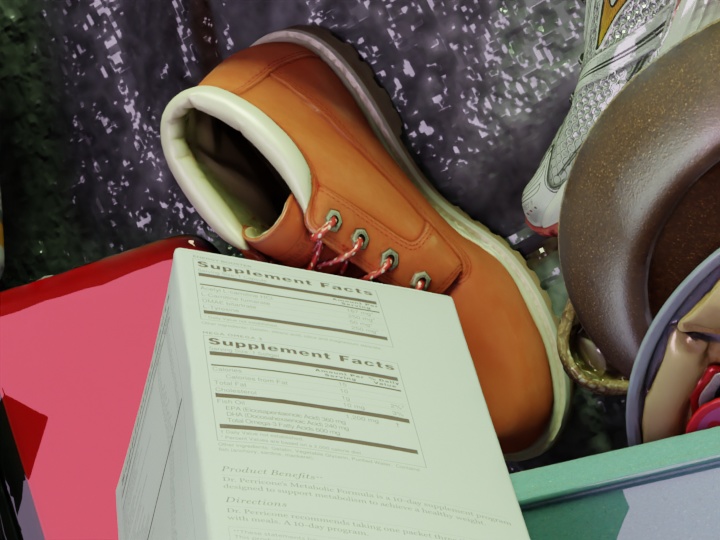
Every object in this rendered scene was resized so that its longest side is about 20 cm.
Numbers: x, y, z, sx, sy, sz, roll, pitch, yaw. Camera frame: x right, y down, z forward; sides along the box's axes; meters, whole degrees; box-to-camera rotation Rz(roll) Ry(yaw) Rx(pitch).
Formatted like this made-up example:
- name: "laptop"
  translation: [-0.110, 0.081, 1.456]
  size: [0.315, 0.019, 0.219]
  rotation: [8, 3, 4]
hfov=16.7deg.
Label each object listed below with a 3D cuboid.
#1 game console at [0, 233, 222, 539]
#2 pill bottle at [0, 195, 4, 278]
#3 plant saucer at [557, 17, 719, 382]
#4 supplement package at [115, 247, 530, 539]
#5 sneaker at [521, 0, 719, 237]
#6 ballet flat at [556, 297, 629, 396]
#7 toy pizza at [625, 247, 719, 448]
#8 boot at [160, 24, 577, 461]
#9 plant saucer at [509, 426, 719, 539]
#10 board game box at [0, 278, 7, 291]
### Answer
- name: "game console"
  translation: [-0.105, 0.101, 1.019]
  size: [0.172, 0.118, 0.201]
  rotation: [164, 90, -72]
- name: "pill bottle"
  translation: [-0.210, -0.086, 1.003]
  size: [0.116, 0.116, 0.201]
  rotation: [-12, 78, 29]
- name: "plant saucer"
  translation: [0.168, -0.006, 0.835]
  size: [0.199, 0.032, 0.201]
  rotation: [0, 129, 0]
- name: "supplement package"
  translation: [-0.018, 0.092, 0.834]
  size: [0.109, 0.200, 0.114]
  rotation: [10, 116, -13]
- name: "sneaker"
  translation: [0.112, -0.100, 0.885]
  size: [0.082, 0.078, 0.201]
  rotation: [36, 109, 22]
- name: "ballet flat"
  translation: [0.147, -0.014, 0.886]
  size: [0.071, 0.065, 0.200]
  rotation: [50, 119, 10]
- name: "toy pizza"
  translation: [0.191, 0.052, 0.841]
  size: [0.199, 0.032, 0.201]
  rotation: [1, 129, 1]
- name: "boot"
  translation: [0.000, 0.000, 0.944]
  size: [0.075, 0.107, 0.200]
  rotation: [-41, 85, 26]
- name: "plant saucer"
  translation: [0.137, 0.084, 0.819]
  size: [0.199, 0.019, 0.070]
  rotation: [-15, 95, 18]
- name: "board game box"
  translation: [-0.163, 0.112, 1.102]
  size: [0.120, 0.032, 0.201]
  rotation: [-30, 88, 26]
